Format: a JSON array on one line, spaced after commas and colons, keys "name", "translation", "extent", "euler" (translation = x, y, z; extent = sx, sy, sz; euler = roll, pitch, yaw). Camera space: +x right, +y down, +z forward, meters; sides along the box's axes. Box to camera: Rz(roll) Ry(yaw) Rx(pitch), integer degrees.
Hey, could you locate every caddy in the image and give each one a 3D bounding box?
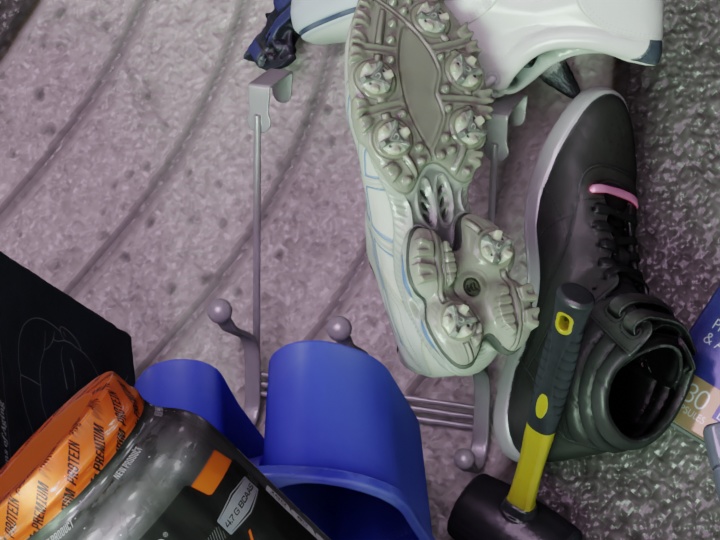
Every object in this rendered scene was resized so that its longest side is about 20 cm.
[{"name": "caddy", "translation": [-0.038, 0.116, 1.329], "extent": [0.141, 0.200, 0.105], "euler": [-8, 64, 12]}]

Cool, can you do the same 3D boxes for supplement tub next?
[{"name": "supplement tub", "translation": [-0.071, 0.146, 1.189], "extent": [0.200, 0.123, 0.123], "euler": [44, 90, -10]}]

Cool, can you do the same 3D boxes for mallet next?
[{"name": "mallet", "translation": [0.096, 0.086, 1.338], "extent": [0.066, 0.200, 0.041], "euler": [35, 50, 14]}]

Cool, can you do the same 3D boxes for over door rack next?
[{"name": "over door rack", "translation": [0.000, 0.000, 1.416], "extent": [0.147, 0.067, 0.201], "euler": [8, 99, 18]}]

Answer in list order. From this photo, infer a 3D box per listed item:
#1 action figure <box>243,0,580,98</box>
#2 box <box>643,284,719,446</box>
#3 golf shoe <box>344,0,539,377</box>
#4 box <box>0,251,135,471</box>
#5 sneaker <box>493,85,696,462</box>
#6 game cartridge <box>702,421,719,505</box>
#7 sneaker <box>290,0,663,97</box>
[{"name": "action figure", "translation": [0.032, -0.160, 1.487], "extent": [0.200, 0.104, 0.194], "euler": [-47, 57, 32]}, {"name": "box", "translation": [0.249, 0.018, 1.384], "extent": [0.121, 0.032, 0.200], "euler": [32, 85, 22]}, {"name": "golf shoe", "translation": [0.021, -0.042, 1.340], "extent": [0.078, 0.097, 0.200], "euler": [-4, 77, -26]}, {"name": "box", "translation": [-0.192, 0.110, 1.323], "extent": [0.124, 0.197, 0.200], "euler": [-12, 70, 13]}, {"name": "sneaker", "translation": [0.133, 0.005, 1.383], "extent": [0.099, 0.071, 0.200], "euler": [4, 80, 50]}, {"name": "game cartridge", "translation": [0.269, 0.113, 1.250], "extent": [0.200, 0.038, 0.130], "euler": [-12, 75, -4]}, {"name": "sneaker", "translation": [0.058, -0.123, 1.378], "extent": [0.200, 0.073, 0.071], "euler": [-5, 89, 23]}]
